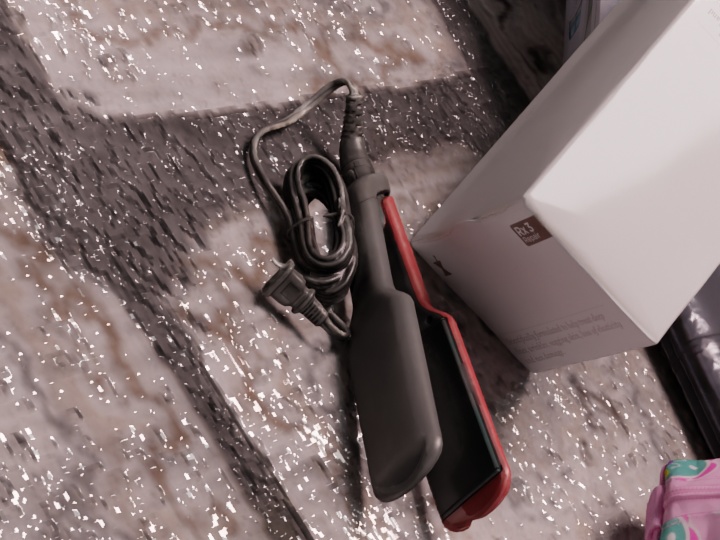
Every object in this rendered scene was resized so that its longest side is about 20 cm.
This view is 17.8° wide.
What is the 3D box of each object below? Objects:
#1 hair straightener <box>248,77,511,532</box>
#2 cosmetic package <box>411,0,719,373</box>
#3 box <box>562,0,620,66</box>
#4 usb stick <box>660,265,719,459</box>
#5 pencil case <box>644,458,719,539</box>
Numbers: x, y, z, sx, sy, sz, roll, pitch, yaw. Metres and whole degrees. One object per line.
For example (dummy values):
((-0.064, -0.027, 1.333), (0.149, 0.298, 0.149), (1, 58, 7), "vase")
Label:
((0.000, 0.000, 0.849), (0.077, 0.041, 0.201), (24, 40, -38), "hair straightener")
((0.123, -0.060, 0.917), (0.081, 0.113, 0.200), (44, 71, -10), "cosmetic package")
((0.200, -0.152, 1.073), (0.198, 0.097, 0.178), (5, 70, -4), "box")
((0.173, 0.075, 1.008), (0.055, 0.033, 0.201), (11, 49, -49), "usb stick")
((0.209, 0.099, 0.865), (0.087, 0.198, 0.088), (37, 48, -57), "pencil case")
